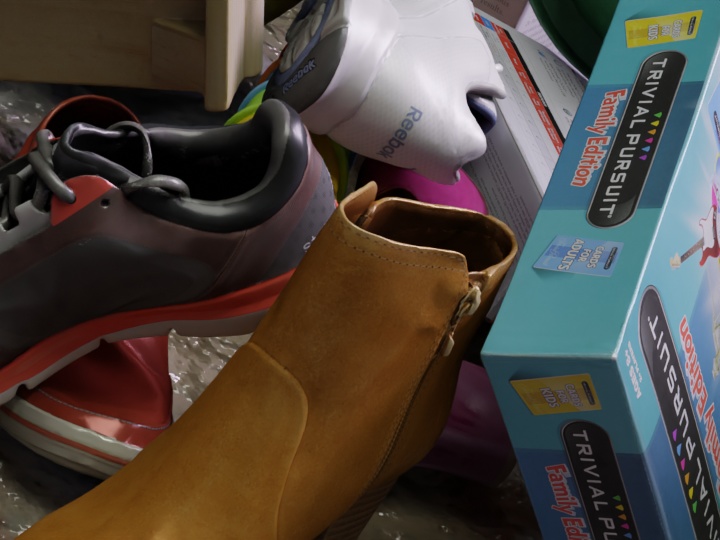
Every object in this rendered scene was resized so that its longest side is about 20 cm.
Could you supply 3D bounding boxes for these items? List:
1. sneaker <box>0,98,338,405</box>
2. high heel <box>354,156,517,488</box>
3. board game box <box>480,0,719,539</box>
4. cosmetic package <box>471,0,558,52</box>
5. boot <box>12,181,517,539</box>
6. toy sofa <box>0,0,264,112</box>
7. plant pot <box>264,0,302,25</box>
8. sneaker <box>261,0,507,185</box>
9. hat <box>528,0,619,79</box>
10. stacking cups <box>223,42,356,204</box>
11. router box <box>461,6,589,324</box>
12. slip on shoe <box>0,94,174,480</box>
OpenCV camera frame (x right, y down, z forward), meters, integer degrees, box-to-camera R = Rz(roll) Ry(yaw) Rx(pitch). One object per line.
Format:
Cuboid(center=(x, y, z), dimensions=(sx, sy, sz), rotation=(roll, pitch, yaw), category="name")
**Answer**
Cuboid(center=(-0.104, -0.014, 0.846), dimensions=(0.199, 0.082, 0.077), rotation=(-16, 45, -8), category="sneaker")
Cuboid(center=(0.000, 0.000, 1.007), dimensions=(0.096, 0.068, 0.200), rotation=(18, 27, -23), category="high heel")
Cuboid(center=(0.107, 0.014, 0.917), dimensions=(0.047, 0.151, 0.200), rotation=(0, 43, 24), category="board game box")
Cuboid(center=(0.088, -0.189, 1.279), dimensions=(0.071, 0.201, 0.101), rotation=(33, 26, 13), category="cosmetic package")
Cuboid(center=(-0.035, 0.044, 0.808), dimensions=(0.071, 0.144, 0.201), rotation=(37, 28, 23), category="boot")
Cuboid(center=(-0.135, -0.115, 0.995), dimensions=(0.199, 0.083, 0.098), rotation=(3, 19, 5), category="toy sofa")
Cuboid(center=(-0.095, -0.163, 1.116), dimensions=(0.199, 0.200, 0.142), rotation=(28, 54, 3), category="plant pot")
Cuboid(center=(0.017, -0.089, 1.075), dimensions=(0.087, 0.075, 0.200), rotation=(35, 28, -9), category="sneaker")
Cuboid(center=(0.152, -0.144, 1.088), dimensions=(0.200, 0.166, 0.176), rotation=(37, 2, 8), category="hat")
Cuboid(center=(-0.024, -0.066, 1.112), dimensions=(0.060, 0.061, 0.200), rotation=(25, 26, -3), category="stacking cups")
Cuboid(center=(0.112, -0.017, 1.124), dimensions=(0.179, 0.049, 0.200), rotation=(26, 24, -27), category="router box")
Cuboid(center=(-0.096, 0.003, 0.924), dimensions=(0.074, 0.061, 0.200), rotation=(19, 29, -19), category="slip on shoe")
